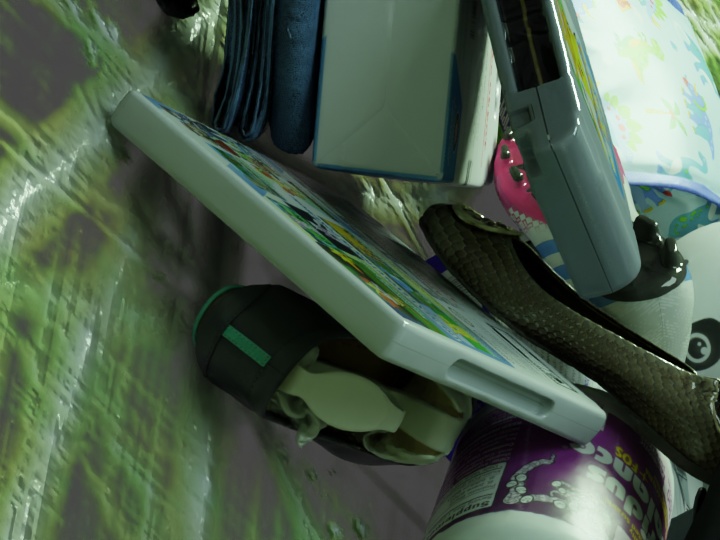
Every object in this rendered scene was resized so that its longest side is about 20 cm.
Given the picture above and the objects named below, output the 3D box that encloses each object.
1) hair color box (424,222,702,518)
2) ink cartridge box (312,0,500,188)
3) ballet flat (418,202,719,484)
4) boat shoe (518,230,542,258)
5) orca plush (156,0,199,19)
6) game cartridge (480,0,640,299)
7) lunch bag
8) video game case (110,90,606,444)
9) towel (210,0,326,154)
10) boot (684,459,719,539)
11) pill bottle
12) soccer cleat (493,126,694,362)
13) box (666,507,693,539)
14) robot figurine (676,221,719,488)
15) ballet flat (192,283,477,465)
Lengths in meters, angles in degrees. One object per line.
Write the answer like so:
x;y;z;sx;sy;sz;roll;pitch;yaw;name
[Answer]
0.099;0.086;1.523;0.200;0.065;0.109;49;26;-23;hair color box
0.028;-0.102;1.488;0.200;0.067;0.116;1;94;-81;ink cartridge box
0.112;0.026;1.410;0.200;0.046;0.067;40;19;17;ballet flat
0.137;0.024;1.655;0.200;0.072;0.068;32;36;-53;boat shoe
-0.096;-0.192;1.418;0.200;0.071;0.105;34;36;-47;orca plush
0.090;-0.092;1.408;0.133;0.040;0.200;67;10;-51;game cartridge
0.134;-0.091;1.705;0.200;0.127;0.170;36;33;-63;lunch bag
0.000;0.000;1.350;0.200;0.022;0.182;41;9;35;video game case
-0.034;-0.165;1.423;0.112;0.048;0.200;-59;154;-67;towel
0.161;0.114;1.280;0.200;0.066;0.165;-57;159;-27;boot
0.081;0.142;1.364;0.112;0.112;0.200;55;24;-16;pill bottle
0.116;-0.008;1.524;0.200;0.070;0.086;-116;-164;-57;soccer cleat
0.190;0.207;1.407;0.117;0.196;0.200;51;26;-25;box
0.215;0.067;1.623;0.125;0.150;0.200;33;-34;39;robot figurine
0.004;0.059;1.347;0.200;0.073;0.073;24;44;-50;ballet flat
